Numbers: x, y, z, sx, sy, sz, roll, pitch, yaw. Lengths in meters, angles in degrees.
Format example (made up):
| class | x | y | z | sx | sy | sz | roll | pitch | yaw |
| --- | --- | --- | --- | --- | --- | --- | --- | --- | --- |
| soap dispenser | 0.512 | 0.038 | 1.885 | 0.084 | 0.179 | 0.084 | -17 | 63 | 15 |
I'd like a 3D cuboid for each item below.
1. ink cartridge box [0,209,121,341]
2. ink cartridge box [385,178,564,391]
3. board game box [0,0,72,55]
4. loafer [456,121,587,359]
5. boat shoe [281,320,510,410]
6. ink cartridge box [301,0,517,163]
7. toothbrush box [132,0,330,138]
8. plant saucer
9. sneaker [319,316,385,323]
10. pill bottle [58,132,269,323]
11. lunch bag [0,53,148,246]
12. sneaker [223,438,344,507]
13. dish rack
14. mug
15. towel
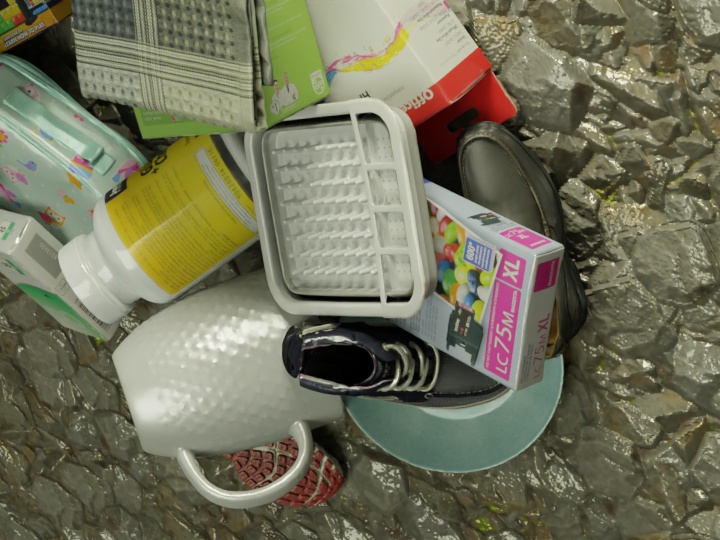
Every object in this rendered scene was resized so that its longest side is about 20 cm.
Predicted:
| class | x | y | z | sx | sy | sz | roll | pitch | yaw |
| --- | --- | --- | --- | --- | --- | --- | --- | --- | --- |
| ink cartridge box | -0.342 | -0.008 | 1.897 | 0.199 | 0.050 | 0.161 | 12 | 156 | 41 |
| ink cartridge box | 0.069 | 0.001 | 1.551 | 0.200 | 0.042 | 0.120 | 30 | 124 | 40 |
| board game box | -0.359 | -0.277 | 1.788 | 0.199 | 0.057 | 0.166 | -19 | 107 | 44 |
| loafer | 0.129 | -0.023 | 1.557 | 0.072 | 0.072 | 0.201 | -21 | 108 | 21 |
| boat shoe | 0.035 | 0.081 | 1.592 | 0.199 | 0.093 | 0.075 | 2 | 95 | -3 |
| ink cartridge box | 0.020 | -0.172 | 1.554 | 0.200 | 0.067 | 0.116 | 53 | 138 | -6 |
| toothbrush box | -0.125 | -0.214 | 1.534 | 0.145 | 0.086 | 0.201 | -2 | 113 | 41 |
| plant saucer | 0.077 | 0.074 | 1.672 | 0.200 | 0.039 | 0.202 | 4 | 110 | 11 |
| sneaker | 0.000 | 0.000 | 1.702 | 0.083 | 0.081 | 0.201 | 2 | 130 | 18 |
| pill bottle | -0.161 | -0.042 | 1.693 | 0.200 | 0.112 | 0.112 | -35 | 96 | 11 |
| lunch bag | -0.282 | -0.102 | 1.806 | 0.200 | 0.077 | 0.161 | 36 | 150 | 3 |
| sneaker | -0.100 | 0.152 | 1.880 | 0.199 | 0.082 | 0.078 | 34 | 116 | -5 |
| dish rack | -0.010 | -0.051 | 1.560 | 0.199 | 0.043 | 0.173 | -1 | 102 | 50 |
| mug | -0.112 | 0.109 | 1.689 | 0.148 | 0.174 | 0.201 | 89 | 162 | -66 |
| towel | -0.146 | -0.208 | 1.479 | 0.199 | 0.034 | 0.194 | 16 | 119 | 36 |
